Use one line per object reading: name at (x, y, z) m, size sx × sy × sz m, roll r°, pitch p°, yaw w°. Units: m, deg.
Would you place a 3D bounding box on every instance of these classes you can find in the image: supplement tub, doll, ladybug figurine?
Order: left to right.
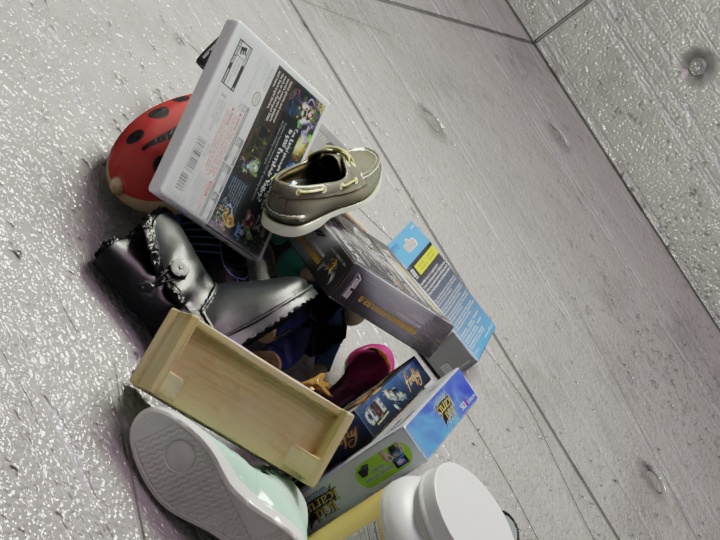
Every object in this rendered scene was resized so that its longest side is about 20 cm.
ladybug figurine at (-0.187, -0.134, 1.507) m, size 0.136 × 0.072 × 0.200 m, roll 43°, pitch 54°, yaw 16°
doll at (-0.057, 0.066, 1.587) m, size 0.200 × 0.048 × 0.137 m, roll -24°, pitch 110°, yaw -55°
supplement tub at (0.034, 0.284, 1.320) m, size 0.145 × 0.200 × 0.146 m, roll 42°, pitch 26°, yaw -26°

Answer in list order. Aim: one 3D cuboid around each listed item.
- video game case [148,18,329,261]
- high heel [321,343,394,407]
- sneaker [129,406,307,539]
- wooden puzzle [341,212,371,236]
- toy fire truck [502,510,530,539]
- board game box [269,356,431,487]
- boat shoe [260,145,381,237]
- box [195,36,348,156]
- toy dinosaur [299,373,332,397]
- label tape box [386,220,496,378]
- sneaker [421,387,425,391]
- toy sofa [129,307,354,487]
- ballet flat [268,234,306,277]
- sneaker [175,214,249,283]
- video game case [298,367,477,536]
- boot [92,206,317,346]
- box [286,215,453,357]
video game case at (-0.124, -0.134, 1.478) m, size 0.182 × 0.023 × 0.201 m, roll 37°, pitch 72°, yaw -51°
high heel at (0.024, 0.111, 1.667) m, size 0.068 × 0.096 × 0.200 m, roll 56°, pitch 23°, yaw 6°
sneaker at (-0.130, 0.197, 1.308) m, size 0.200 × 0.074 × 0.118 m, roll 44°, pitch 9°, yaw -4°
wooden puzzle at (-0.083, -0.108, 1.757) m, size 0.185 × 0.037 × 0.200 m, roll 44°, pitch -2°, yaw -24°
toy fire truck at (0.159, 0.388, 1.541) m, size 0.176 × 0.128 × 0.200 m, roll 48°, pitch 36°, yaw -15°
board game box at (-0.013, 0.165, 1.477) m, size 0.035 × 0.135 × 0.200 m, roll 54°, pitch 23°, yaw 1°
boat shoe at (-0.035, -0.100, 1.530) m, size 0.072 × 0.061 × 0.202 m, roll 25°, pitch 34°, yaw 23°
box at (-0.090, -0.178, 1.644) m, size 0.200 × 0.048 × 0.158 m, roll 45°, pitch -2°, yaw -37°
toy dinosaur at (-0.087, 0.146, 1.420) m, size 0.200 × 0.106 × 0.061 m, roll 27°, pitch 43°, yaw -52°
label tape box at (0.095, 0.041, 1.940) m, size 0.200 × 0.066 × 0.143 m, roll 50°, pitch 23°, yaw -3°
sneaker at (0.047, 0.175, 1.659) m, size 0.079 × 0.089 × 0.200 m, roll 47°, pitch 5°, yaw -1°
toy sofa at (-0.115, 0.120, 1.325) m, size 0.200 × 0.083 × 0.098 m, roll 34°, pitch -10°, yaw -20°
ballet flat at (-0.077, -0.025, 1.703) m, size 0.062 × 0.067 × 0.201 m, roll 27°, pitch 35°, yaw -61°
sneaker at (-0.158, -0.037, 1.545) m, size 0.070 × 0.078 × 0.201 m, roll 8°, pitch 51°, yaw -59°
video game case at (0.018, 0.191, 1.442) m, size 0.046 × 0.181 × 0.200 m, roll 55°, pitch 24°, yaw 1°
boot at (-0.157, 0.004, 1.428) m, size 0.200 × 0.076 × 0.169 m, roll -30°, pitch 86°, yaw -35°
box at (0.000, 0.000, 1.571) m, size 0.158 × 0.048 × 0.200 m, roll 33°, pitch 11°, yaw -35°
